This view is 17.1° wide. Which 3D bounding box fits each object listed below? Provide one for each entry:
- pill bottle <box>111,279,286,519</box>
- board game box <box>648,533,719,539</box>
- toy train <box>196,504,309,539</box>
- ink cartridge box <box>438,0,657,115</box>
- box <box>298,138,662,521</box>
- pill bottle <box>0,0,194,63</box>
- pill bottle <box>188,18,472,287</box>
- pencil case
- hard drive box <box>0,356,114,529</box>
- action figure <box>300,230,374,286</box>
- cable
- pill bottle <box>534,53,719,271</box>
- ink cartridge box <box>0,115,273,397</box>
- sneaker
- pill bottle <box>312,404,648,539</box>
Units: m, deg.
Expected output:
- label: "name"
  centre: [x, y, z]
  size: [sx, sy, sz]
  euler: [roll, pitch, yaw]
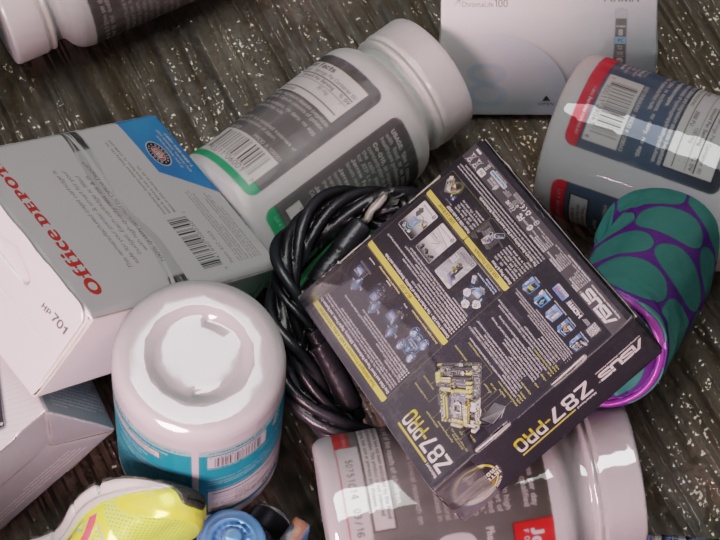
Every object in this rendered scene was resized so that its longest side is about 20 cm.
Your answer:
- label: "pill bottle"
  centre: [-0.106, 0.095, 1.563]
  size: [0.110, 0.200, 0.111]
  euler: [2, 64, -4]
- label: "board game box"
  centre: [0.143, 0.252, 1.541]
  size: [0.199, 0.062, 0.201]
  euler: [5, 59, 5]
- label: "toy train"
  centre: [-0.086, 0.246, 1.547]
  size: [0.114, 0.087, 0.200]
  euler: [31, 63, 9]
- label: "ink cartridge box"
  centre: [0.136, -0.188, 1.724]
  size: [0.159, 0.200, 0.047]
  euler: [1, 56, 4]
- label: "box"
  centre: [0.070, 0.032, 1.475]
  size: [0.161, 0.049, 0.200]
  euler: [-40, 45, 2]
- label: "pill bottle"
  centre: [-0.189, -0.239, 1.822]
  size: [0.199, 0.114, 0.114]
  euler: [-26, 61, -12]
- label: "pill bottle"
  centre: [-0.022, -0.088, 1.723]
  size: [0.200, 0.113, 0.113]
  euler: [-37, 64, -18]
- label: "pencil case"
  centre: [0.176, 0.016, 1.568]
  size: [0.092, 0.085, 0.200]
  euler: [-16, 14, 24]
- label: "hard drive box"
  centre: [-0.276, 0.068, 1.624]
  size: [0.156, 0.077, 0.201]
  euler: [-40, 58, 19]
- label: "action figure"
  centre: [0.000, 0.000, 1.665]
  size: [0.200, 0.118, 0.055]
  euler: [-38, 104, -11]
- label: "cable"
  centre: [0.018, 0.041, 1.586]
  size: [0.162, 0.051, 0.201]
  euler: [2, 82, -13]
- label: "pill bottle"
  centre: [0.234, -0.067, 1.695]
  size: [0.199, 0.120, 0.120]
  euler: [21, 62, 14]
- label: "ink cartridge box"
  centre: [-0.175, -0.014, 1.590]
  size: [0.147, 0.086, 0.200]
  euler: [50, 34, 16]
- label: "sneaker"
  centre: [-0.171, 0.203, 1.539]
  size: [0.200, 0.078, 0.091]
  euler: [-35, 47, 29]
- label: "pill bottle"
  centre: [0.075, 0.145, 1.517]
  size: [0.199, 0.114, 0.114]
  euler: [-10, 59, -3]
